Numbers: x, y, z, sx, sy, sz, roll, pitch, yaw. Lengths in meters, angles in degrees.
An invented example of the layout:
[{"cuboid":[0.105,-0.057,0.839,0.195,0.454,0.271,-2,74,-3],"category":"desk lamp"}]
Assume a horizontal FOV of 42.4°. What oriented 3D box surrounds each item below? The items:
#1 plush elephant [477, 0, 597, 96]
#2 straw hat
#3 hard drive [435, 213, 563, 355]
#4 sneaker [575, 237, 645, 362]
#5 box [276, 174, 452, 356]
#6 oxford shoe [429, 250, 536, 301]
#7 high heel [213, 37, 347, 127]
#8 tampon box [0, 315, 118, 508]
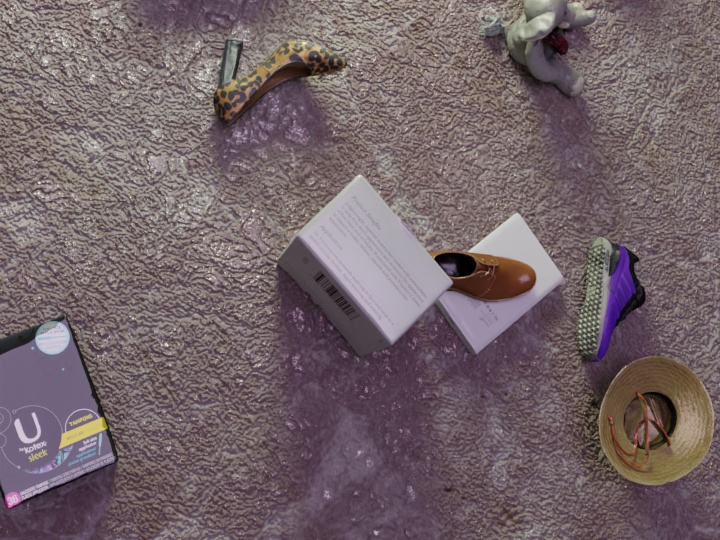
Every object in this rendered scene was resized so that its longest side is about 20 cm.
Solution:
[{"cuboid":[0.309,-0.406,1.513,0.196,0.155,0.168,13,76,-13],"category":"plush elephant"},{"cuboid":[0.448,0.237,1.467,0.197,0.085,0.206,2,81,-9],"category":"straw hat"},{"cuboid":[0.214,0.020,1.475,0.199,0.026,0.133,-37,91,-19],"category":"hard drive"},{"cuboid":[0.414,0.054,1.501,0.098,0.069,0.204,15,76,-14],"category":"sneaker"},{"cuboid":[0.000,0.000,1.329,0.130,0.200,0.200,-42,92,-16],"category":"box"},{"cuboid":[0.187,0.006,1.421,0.196,0.071,0.073,4,77,-16],"category":"oxford shoe"},{"cuboid":[-0.122,-0.275,1.410,0.196,0.072,0.146,5,71,3],"category":"high heel"},{"cuboid":[-0.419,0.185,1.217,0.148,0.126,0.203,-21,85,-18],"category":"tampon box"}]
